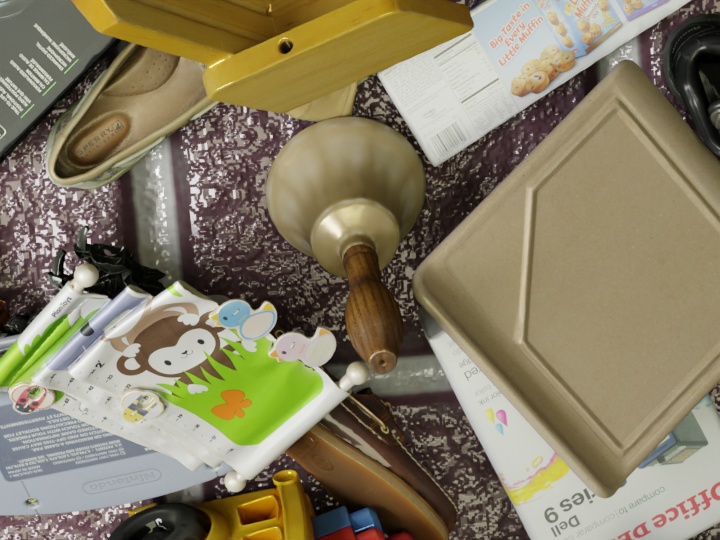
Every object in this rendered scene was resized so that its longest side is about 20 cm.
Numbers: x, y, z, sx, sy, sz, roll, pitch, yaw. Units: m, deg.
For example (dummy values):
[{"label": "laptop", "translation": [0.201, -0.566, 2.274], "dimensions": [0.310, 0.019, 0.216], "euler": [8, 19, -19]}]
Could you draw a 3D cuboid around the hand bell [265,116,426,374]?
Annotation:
[{"label": "hand bell", "translation": [0.000, 0.000, 1.066], "dimensions": [0.103, 0.201, 0.105], "euler": [-3, 121, -5]}]

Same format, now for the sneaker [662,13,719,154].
[{"label": "sneaker", "translation": [0.263, -0.072, 1.100], "dimensions": [0.076, 0.114, 0.200], "euler": [-42, 94, 16]}]

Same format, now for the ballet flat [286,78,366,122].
[{"label": "ballet flat", "translation": [0.006, -0.185, 1.119], "dimensions": [0.063, 0.069, 0.201], "euler": [19, 105, -29]}]

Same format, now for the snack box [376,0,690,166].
[{"label": "snack box", "translation": [0.111, -0.150, 1.142], "dimensions": [0.199, 0.024, 0.072], "euler": [-33, 100, 4]}]

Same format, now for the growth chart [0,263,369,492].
[{"label": "growth chart", "translation": [-0.107, 0.061, 1.036], "dimensions": [0.199, 0.018, 0.145], "euler": [23, 125, -26]}]

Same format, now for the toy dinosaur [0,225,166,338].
[{"label": "toy dinosaur", "translation": [-0.197, 0.051, 1.137], "dimensions": [0.135, 0.103, 0.200], "euler": [-39, 123, 21]}]

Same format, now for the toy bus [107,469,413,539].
[{"label": "toy bus", "translation": [-0.050, 0.217, 1.112], "dimensions": [0.190, 0.200, 0.137], "euler": [-18, 114, 1]}]

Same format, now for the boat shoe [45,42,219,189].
[{"label": "boat shoe", "translation": [-0.115, -0.122, 1.118], "dimensions": [0.073, 0.063, 0.200], "euler": [44, 95, -9]}]

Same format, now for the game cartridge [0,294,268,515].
[{"label": "game cartridge", "translation": [-0.157, 0.088, 1.088], "dimensions": [0.198, 0.042, 0.134], "euler": [-12, 137, 3]}]

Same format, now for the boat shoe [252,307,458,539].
[{"label": "boat shoe", "translation": [-0.010, 0.102, 1.165], "dimensions": [0.200, 0.070, 0.071], "euler": [40, 57, -15]}]

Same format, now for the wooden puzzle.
[{"label": "wooden puzzle", "translation": [0.151, 0.005, 1.083], "dimensions": [0.200, 0.037, 0.185], "euler": [-46, 103, -11]}]

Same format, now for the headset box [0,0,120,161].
[{"label": "headset box", "translation": [-0.237, -0.171, 1.088], "dimensions": [0.200, 0.093, 0.174], "euler": [-43, 99, 6]}]

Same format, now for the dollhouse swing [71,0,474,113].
[{"label": "dollhouse swing", "translation": [-0.062, -0.218, 1.000], "dimensions": [0.180, 0.176, 0.202], "euler": [-22, 70, 16]}]

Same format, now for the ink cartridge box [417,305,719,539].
[{"label": "ink cartridge box", "translation": [0.146, 0.087, 1.159], "dimensions": [0.144, 0.088, 0.201], "euler": [-27, 102, 2]}]
